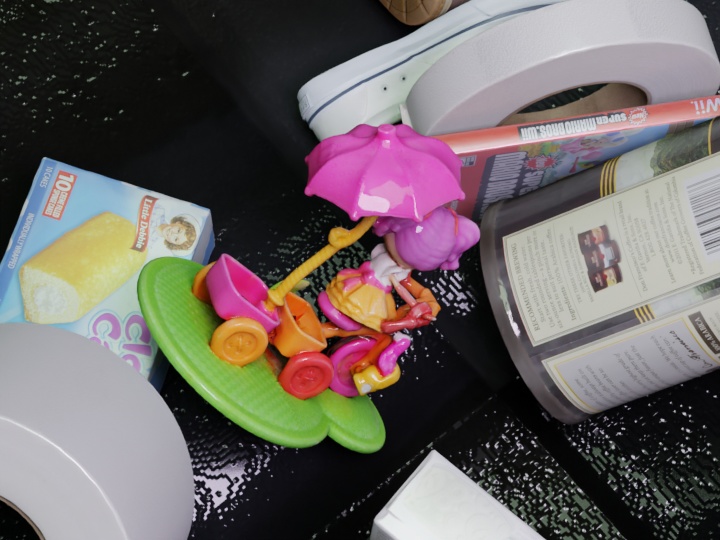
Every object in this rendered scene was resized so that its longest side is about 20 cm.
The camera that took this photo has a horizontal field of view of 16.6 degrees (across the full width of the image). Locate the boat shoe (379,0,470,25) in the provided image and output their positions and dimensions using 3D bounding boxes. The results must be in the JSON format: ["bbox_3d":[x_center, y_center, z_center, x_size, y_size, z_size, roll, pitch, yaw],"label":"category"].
[{"bbox_3d":[0.019,-0.247,1.679,0.072,0.072,0.200,-11,54,-39],"label":"boat shoe"}]

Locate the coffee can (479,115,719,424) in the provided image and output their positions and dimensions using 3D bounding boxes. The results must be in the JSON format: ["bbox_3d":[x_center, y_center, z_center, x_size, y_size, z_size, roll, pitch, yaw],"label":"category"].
[{"bbox_3d":[0.193,-0.007,1.497,0.199,0.146,0.147,-21,67,23],"label":"coffee can"}]

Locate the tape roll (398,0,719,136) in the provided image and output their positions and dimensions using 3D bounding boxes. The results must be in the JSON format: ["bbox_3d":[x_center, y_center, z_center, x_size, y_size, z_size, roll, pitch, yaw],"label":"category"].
[{"bbox_3d":[0.125,-0.108,1.548,0.202,0.203,0.037,-13,70,-7],"label":"tape roll"}]

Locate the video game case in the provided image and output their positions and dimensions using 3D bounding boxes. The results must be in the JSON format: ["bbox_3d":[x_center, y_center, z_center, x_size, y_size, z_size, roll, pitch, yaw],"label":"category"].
[{"bbox_3d":[0.130,-0.065,1.562,0.199,0.143,0.018,-9,72,-5],"label":"video game case"}]

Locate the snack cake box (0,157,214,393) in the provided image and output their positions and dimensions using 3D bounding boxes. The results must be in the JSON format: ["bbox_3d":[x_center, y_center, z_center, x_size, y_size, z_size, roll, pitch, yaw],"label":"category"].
[{"bbox_3d":[-0.176,0.044,1.548,0.115,0.067,0.201,16,69,5],"label":"snack cake box"}]

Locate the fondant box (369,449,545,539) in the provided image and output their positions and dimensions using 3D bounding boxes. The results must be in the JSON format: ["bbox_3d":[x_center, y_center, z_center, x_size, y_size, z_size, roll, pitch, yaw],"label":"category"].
[{"bbox_3d":[0.072,0.197,1.426,0.144,0.200,0.058,39,72,11],"label":"fondant box"}]

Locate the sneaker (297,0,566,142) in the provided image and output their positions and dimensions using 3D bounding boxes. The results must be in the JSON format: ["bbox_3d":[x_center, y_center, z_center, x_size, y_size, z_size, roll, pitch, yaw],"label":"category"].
[{"bbox_3d":[0.059,-0.126,1.630,0.199,0.073,0.071,-26,81,-2],"label":"sneaker"}]

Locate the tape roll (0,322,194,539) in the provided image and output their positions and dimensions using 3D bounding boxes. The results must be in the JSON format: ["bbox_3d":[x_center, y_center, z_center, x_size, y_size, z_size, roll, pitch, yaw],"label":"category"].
[{"bbox_3d":[-0.207,0.146,1.418,0.202,0.139,0.204,3,110,9],"label":"tape roll"}]

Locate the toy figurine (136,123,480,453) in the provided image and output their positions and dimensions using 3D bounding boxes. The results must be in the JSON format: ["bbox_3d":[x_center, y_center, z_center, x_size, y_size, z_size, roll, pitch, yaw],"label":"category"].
[{"bbox_3d":[0.000,0.000,1.474,0.184,0.200,0.150,-45,38,20],"label":"toy figurine"}]
